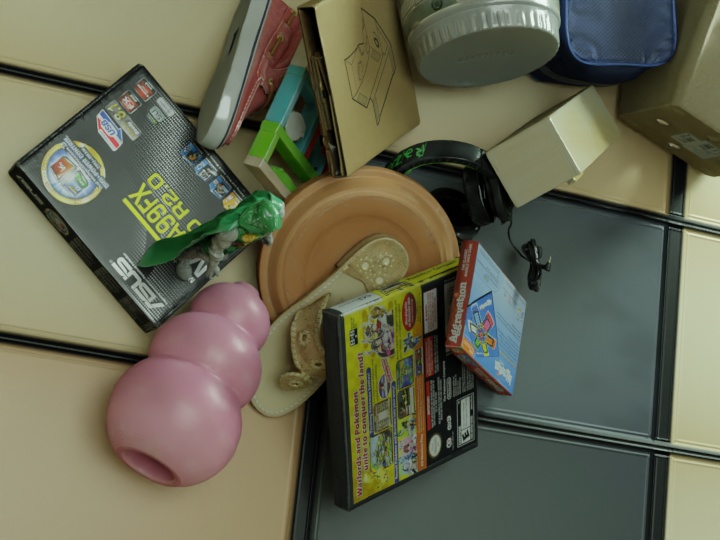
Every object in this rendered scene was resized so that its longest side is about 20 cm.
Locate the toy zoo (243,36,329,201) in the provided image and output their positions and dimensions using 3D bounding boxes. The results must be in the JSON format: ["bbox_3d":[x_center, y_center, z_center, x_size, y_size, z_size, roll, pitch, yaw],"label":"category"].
[{"bbox_3d":[-0.041,-0.159,1.548,0.020,0.131,0.200,16,72,26],"label":"toy zoo"}]

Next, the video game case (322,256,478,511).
[{"bbox_3d":[0.042,0.105,1.516,0.180,0.025,0.201,-21,117,-40],"label":"video game case"}]

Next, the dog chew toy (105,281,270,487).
[{"bbox_3d":[-0.147,0.096,1.460,0.124,0.124,0.200,35,61,-13],"label":"dog chew toy"}]

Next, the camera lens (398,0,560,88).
[{"bbox_3d":[0.113,-0.305,1.606,0.159,0.160,0.201,-1,72,-23],"label":"camera lens"}]

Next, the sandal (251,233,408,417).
[{"bbox_3d":[-0.030,0.057,1.491,0.078,0.070,0.212,39,94,-17],"label":"sandal"}]

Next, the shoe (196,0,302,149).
[{"bbox_3d":[-0.091,-0.184,1.539,0.091,0.071,0.201,27,51,-17],"label":"shoe"}]

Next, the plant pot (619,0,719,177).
[{"bbox_3d":[0.392,-0.212,1.711,0.200,0.200,0.177,31,80,-15],"label":"plant pot"}]

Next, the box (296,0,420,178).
[{"bbox_3d":[0.001,-0.194,1.537,0.200,0.021,0.164,-41,123,-60],"label":"box"}]

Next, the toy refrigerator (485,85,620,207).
[{"bbox_3d":[0.199,-0.125,1.606,0.070,0.076,0.200,60,24,-3],"label":"toy refrigerator"}]

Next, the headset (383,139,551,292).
[{"bbox_3d":[0.109,-0.052,1.589,0.200,0.123,0.094,29,45,-33],"label":"headset"}]

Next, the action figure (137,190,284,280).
[{"bbox_3d":[-0.113,-0.032,1.401,0.118,0.200,0.055,-30,94,-24],"label":"action figure"}]

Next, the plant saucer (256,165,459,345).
[{"bbox_3d":[0.000,0.000,1.537,0.200,0.032,0.201,-3,106,-11],"label":"plant saucer"}]

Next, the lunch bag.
[{"bbox_3d":[0.243,-0.297,1.687,0.135,0.132,0.201,2,85,-19],"label":"lunch bag"}]

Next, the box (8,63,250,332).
[{"bbox_3d":[-0.205,-0.068,1.502,0.160,0.044,0.200,-43,98,-24],"label":"box"}]

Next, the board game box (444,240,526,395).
[{"bbox_3d":[0.125,0.050,1.557,0.019,0.200,0.103,4,74,20],"label":"board game box"}]
